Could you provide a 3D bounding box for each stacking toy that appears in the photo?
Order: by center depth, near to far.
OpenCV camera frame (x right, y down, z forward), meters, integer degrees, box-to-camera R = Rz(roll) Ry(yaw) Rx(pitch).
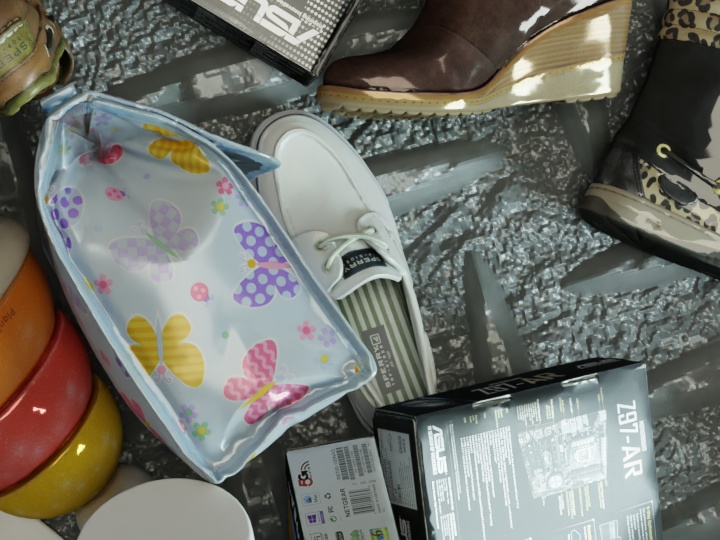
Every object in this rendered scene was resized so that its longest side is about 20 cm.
[{"bbox_3d":[-0.177,0.084,0.902,0.146,0.146,0.200,-44,113,-10],"label":"stacking toy"}]

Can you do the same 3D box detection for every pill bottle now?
[{"bbox_3d":[-0.083,0.204,0.858,0.112,0.112,0.200,-17,130,-12],"label":"pill bottle"}]

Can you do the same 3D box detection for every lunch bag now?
[{"bbox_3d":[-0.095,-0.005,0.885,0.127,0.170,0.200,-36,94,-11],"label":"lunch bag"}]

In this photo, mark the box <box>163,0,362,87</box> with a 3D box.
[{"bbox_3d":[-0.065,-0.237,0.964,0.200,0.048,0.193,31,80,-8],"label":"box"}]

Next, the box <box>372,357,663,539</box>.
[{"bbox_3d":[0.094,0.159,0.944,0.160,0.044,0.200,-11,97,-31],"label":"box"}]

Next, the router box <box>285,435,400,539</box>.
[{"bbox_3d":[0.003,0.208,0.860,0.051,0.149,0.200,-9,51,-7],"label":"router box"}]

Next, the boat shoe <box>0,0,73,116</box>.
[{"bbox_3d":[-0.184,-0.108,0.860,0.072,0.200,0.068,-41,101,3],"label":"boat shoe"}]

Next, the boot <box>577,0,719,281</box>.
[{"bbox_3d":[0.241,-0.065,1.008,0.200,0.073,0.151,19,84,-5],"label":"boot"}]

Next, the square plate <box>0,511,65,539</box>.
[{"bbox_3d":[-0.221,0.163,0.856,0.198,0.200,0.028,40,112,-7],"label":"square plate"}]

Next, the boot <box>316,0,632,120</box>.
[{"bbox_3d":[0.060,-0.172,0.969,0.200,0.072,0.167,-9,96,-23],"label":"boot"}]

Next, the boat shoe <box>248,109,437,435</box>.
[{"bbox_3d":[0.000,0.000,0.956,0.073,0.067,0.200,-27,93,-12],"label":"boat shoe"}]
